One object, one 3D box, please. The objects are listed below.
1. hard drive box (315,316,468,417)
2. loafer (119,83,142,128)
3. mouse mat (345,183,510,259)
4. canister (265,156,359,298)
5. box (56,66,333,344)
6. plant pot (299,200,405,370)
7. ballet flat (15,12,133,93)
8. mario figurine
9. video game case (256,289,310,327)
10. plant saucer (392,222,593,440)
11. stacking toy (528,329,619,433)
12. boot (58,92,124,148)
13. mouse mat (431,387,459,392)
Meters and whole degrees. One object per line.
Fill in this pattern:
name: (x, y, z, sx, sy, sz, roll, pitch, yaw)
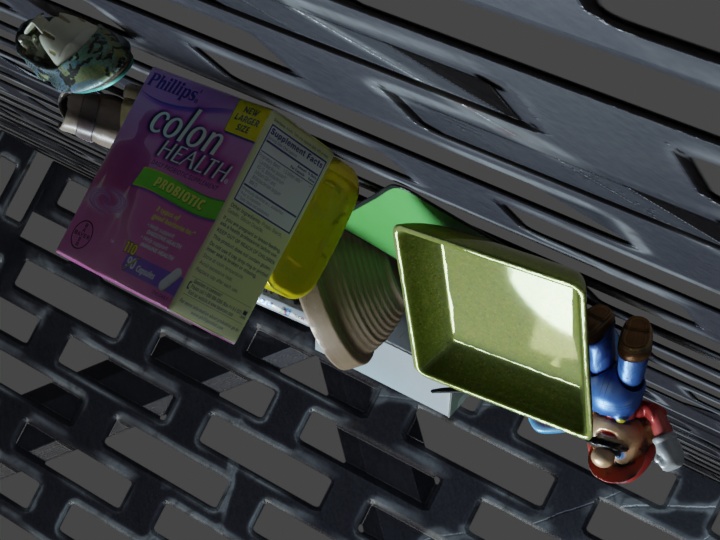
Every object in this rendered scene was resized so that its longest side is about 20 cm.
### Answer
hard drive box: (0.068, 0.070, 1.957, 0.200, 0.156, 0.077, 26, 136, 25)
loafer: (-0.194, -0.136, 1.726, 0.076, 0.068, 0.200, 23, 174, 45)
mouse mat: (0.068, -0.028, 1.547, 0.161, 0.008, 0.200, 29, 163, -13)
canister: (-0.111, -0.065, 1.543, 0.200, 0.149, 0.087, 21, 172, 42)
box: (-0.153, -0.062, 1.453, 0.176, 0.200, 0.097, 24, 174, 41)
plant pot: (0.000, 0.000, 1.697, 0.093, 0.201, 0.201, -15, 162, 15)
ballet flat: (-0.269, -0.202, 1.435, 0.074, 0.074, 0.200, 29, 172, -29)
mario figurine: (0.244, 0.138, 1.535, 0.123, 0.106, 0.200, -123, 16, -50)
video game case: (-0.106, -0.031, 1.860, 0.182, 0.022, 0.200, 24, -142, -12)
plant saucer: (0.135, 0.045, 1.476, 0.200, 0.048, 0.200, 19, 139, 29)
stacking toy: (0.193, 0.078, 1.602, 0.110, 0.116, 0.200, -11, 150, 18)
boot: (-0.277, -0.158, 1.846, 0.146, 0.070, 0.200, 16, -169, -25)
mouse mat: (0.202, 0.133, 1.820, 0.200, 0.008, 0.161, 1, 175, -40)
